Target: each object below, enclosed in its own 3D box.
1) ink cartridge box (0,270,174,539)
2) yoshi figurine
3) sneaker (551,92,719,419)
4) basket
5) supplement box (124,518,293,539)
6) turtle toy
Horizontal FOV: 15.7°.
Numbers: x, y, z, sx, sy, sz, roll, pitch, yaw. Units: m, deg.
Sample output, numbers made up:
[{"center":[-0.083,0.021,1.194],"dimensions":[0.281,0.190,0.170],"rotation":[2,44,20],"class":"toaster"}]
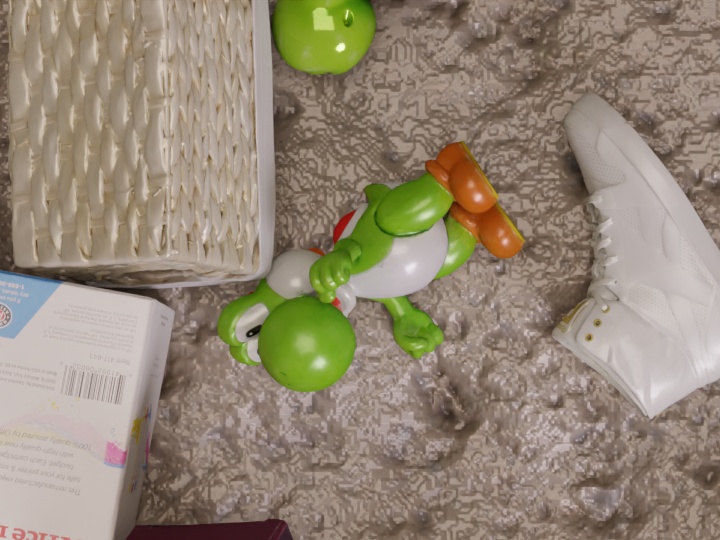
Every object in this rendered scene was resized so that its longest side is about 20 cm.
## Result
[{"center":[-0.201,0.108,1.640],"dimensions":[0.128,0.125,0.201],"rotation":[11,87,2],"class":"ink cartridge box"},{"center":[0.007,0.012,1.652],"dimensions":[0.199,0.112,0.113],"rotation":[-32,93,2],"class":"yoshi figurine"},{"center":[0.161,-0.005,1.664],"dimensions":[0.115,0.074,0.201],"rotation":[-33,88,-4],"class":"sneaker"},{"center":[-0.140,-0.092,1.631],"dimensions":[0.135,0.123,0.201],"rotation":[-3,86,28],"class":"basket"},{"center":[-0.076,0.256,1.588],"dimensions":[0.110,0.086,0.201],"rotation":[-4,120,29],"class":"supplement box"},{"center":[0.004,-0.218,1.665],"dimensions":[0.145,0.101,0.201],"rotation":[32,91,26],"class":"turtle toy"}]
